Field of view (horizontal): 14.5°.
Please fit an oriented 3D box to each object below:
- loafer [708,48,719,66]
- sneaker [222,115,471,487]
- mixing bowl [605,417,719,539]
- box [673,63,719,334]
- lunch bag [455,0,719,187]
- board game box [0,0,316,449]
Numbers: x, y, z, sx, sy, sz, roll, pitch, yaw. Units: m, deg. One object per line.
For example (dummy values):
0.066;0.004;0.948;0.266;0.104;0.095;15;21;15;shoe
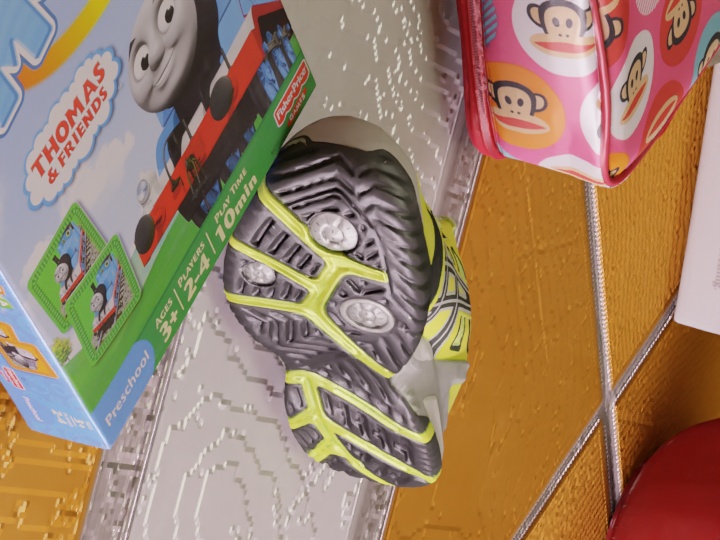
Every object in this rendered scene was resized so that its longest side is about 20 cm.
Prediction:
0.192;-0.180;1.292;0.200;0.069;0.075;-68;153;-15;loafer
0.000;0.000;1.012;0.200;0.075;0.077;84;22;-58;sneaker
0.186;0.149;1.405;0.200;0.108;0.201;-38;136;-50;mixing bowl
0.280;-0.065;1.410;0.200;0.171;0.200;-21;121;-59;box
0.110;-0.132;1.141;0.200;0.082;0.177;-53;146;-40;lunch bag
-0.084;-0.063;0.842;0.152;0.037;0.200;-62;150;-25;board game box
